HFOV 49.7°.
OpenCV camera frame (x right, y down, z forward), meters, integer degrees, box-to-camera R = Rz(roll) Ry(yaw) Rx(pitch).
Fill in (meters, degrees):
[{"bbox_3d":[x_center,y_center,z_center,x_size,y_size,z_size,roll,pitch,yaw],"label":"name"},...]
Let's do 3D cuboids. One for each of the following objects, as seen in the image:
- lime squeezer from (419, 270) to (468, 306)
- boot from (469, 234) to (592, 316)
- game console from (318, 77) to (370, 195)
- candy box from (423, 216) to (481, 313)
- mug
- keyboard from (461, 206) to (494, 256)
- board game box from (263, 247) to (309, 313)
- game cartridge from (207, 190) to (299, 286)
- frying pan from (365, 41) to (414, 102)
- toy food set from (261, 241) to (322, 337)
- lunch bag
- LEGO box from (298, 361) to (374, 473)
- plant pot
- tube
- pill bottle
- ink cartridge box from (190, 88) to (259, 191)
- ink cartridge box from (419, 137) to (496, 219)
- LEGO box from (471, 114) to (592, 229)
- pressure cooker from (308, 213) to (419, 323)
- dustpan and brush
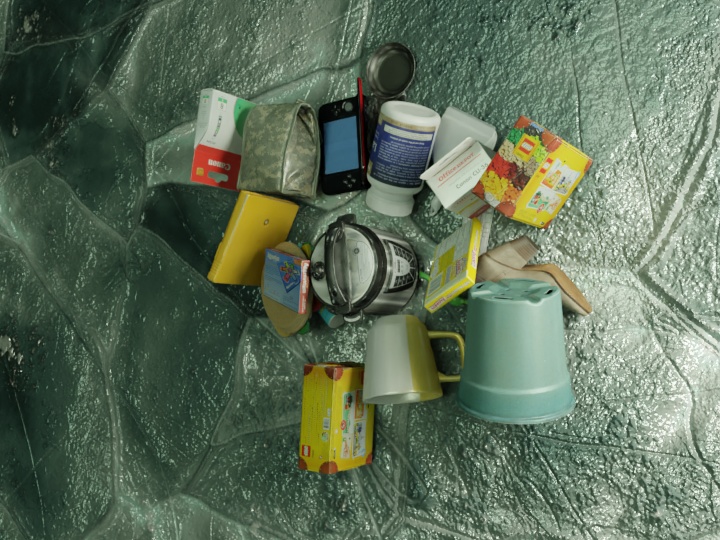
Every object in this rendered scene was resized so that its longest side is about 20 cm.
[{"bbox_3d":[0.204,0.031,1.457,0.200,0.038,0.071,-5,65,30],"label":"lime squeezer"},{"bbox_3d":[0.288,0.040,1.373,0.146,0.070,0.200,-45,77,23],"label":"boot"},{"bbox_3d":[-0.039,-0.269,1.587,0.172,0.119,0.200,-7,82,32],"label":"game console"},{"bbox_3d":[0.168,-0.013,1.393,0.102,0.200,0.026,-36,110,31],"label":"candy box"},{"bbox_3d":[0.090,0.169,1.479,0.149,0.186,0.153,143,127,-60],"label":"mug"},{"bbox_3d":[0.218,-0.078,1.470,0.056,0.011,0.200,12,93,33],"label":"keyboard"},{"bbox_3d":[-0.151,0.017,1.557,0.200,0.019,0.103,19,108,62],"label":"board game box"},{"bbox_3d":[-0.228,-0.064,1.656,0.032,0.176,0.200,31,102,30],"label":"game cartridge"},{"bbox_3d":[0.085,-0.380,1.568,0.115,0.031,0.190,-50,66,20],"label":"frying pan"},{"bbox_3d":[-0.147,0.039,1.636,0.198,0.049,0.200,-19,76,52],"label":"toy food set"},{"bbox_3d":[-0.169,-0.260,1.661,0.164,0.117,0.200,9,93,44],"label":"lunch bag"},{"bbox_3d":[-0.042,0.283,1.516,0.077,0.149,0.200,1,86,33],"label":"LEGO box"},{"bbox_3d":[0.255,0.124,1.287,0.200,0.200,0.197,7,107,33],"label":"plant pot"},{"bbox_3d":[-0.096,0.035,1.645,0.077,0.050,0.200,-53,56,21],"label":"tube"},{"bbox_3d":[0.076,-0.213,1.490,0.116,0.116,0.200,29,119,31],"label":"pill bottle"},{"bbox_3d":[-0.294,-0.285,1.727,0.050,0.161,0.200,5,89,36],"label":"ink cartridge box"},{"bbox_3d":[0.196,-0.159,1.370,0.116,0.200,0.068,-39,70,20],"label":"ink cartridge box"},{"bbox_3d":[0.295,-0.160,1.315,0.077,0.200,0.149,40,107,28],"label":"LEGO box"},{"bbox_3d":[-0.002,0.001,1.492,0.176,0.200,0.179,45,109,31],"label":"pressure cooker"},{"bbox_3d":[0.175,-0.198,1.490,0.140,0.057,0.200,38,100,41],"label":"dustpan and brush"}]
